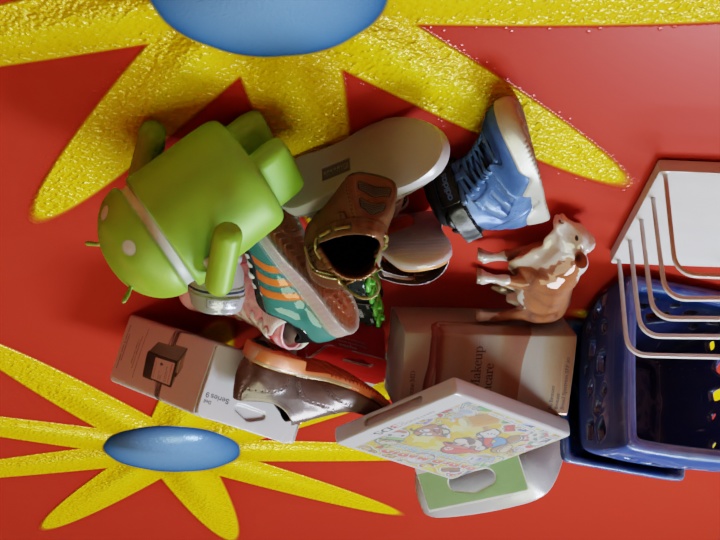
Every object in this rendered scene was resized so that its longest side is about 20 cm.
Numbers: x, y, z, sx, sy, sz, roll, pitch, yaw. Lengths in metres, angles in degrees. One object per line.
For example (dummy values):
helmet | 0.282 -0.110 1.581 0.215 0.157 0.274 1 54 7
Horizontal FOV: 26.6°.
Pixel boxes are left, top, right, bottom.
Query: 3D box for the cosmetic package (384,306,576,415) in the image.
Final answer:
cosmetic package | 0.134 0.102 1.719 0.198 0.104 0.087 0 -162 -10

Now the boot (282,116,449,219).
boot | 0.021 -0.087 1.441 0.199 0.074 0.095 -11 159 38

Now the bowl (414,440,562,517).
bowl | 0.159 0.205 1.910 0.199 0.200 0.075 -14 126 30

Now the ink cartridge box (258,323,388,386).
ink cartridge box | -0.049 0.106 1.819 0.115 0.068 0.200 16 149 -32

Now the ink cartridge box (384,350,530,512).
ink cartridge box | 0.118 0.177 1.833 0.145 0.202 0.048 -16 -173 29

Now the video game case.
video game case | 0.103 0.181 1.704 0.181 0.023 0.199 -27 145 37

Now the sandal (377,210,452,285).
sandal | 0.048 -0.011 1.473 0.078 0.060 0.207 -9 -165 -1

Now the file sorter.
file sorter | 0.347 -0.007 1.534 0.137 0.126 0.200 1 154 -5

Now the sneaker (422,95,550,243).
sneaker | 0.110 -0.087 1.416 0.110 0.077 0.200 -14 159 7

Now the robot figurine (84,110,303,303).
robot figurine | -0.151 -0.055 1.378 0.199 0.176 0.116 -35 148 -6

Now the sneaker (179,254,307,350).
sneaker | -0.114 0.039 1.641 0.199 0.106 0.075 -14 154 27

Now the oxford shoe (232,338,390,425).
oxford shoe | -0.054 0.136 1.674 0.199 0.073 0.071 22 -178 -30

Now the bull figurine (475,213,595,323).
bull figurine | 0.183 0.005 1.624 0.120 0.066 0.200 1 153 4

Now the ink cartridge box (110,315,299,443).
ink cartridge box | -0.170 0.123 1.742 0.145 0.085 0.199 22 175 -38

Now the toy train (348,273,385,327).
toy train | 0.000 0.000 1.617 0.041 0.057 0.200 6 155 11

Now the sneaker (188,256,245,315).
sneaker | -0.151 -0.016 1.515 0.072 0.071 0.200 2 -166 -22

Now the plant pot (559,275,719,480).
plant pot | 0.338 0.136 1.753 0.198 0.202 0.180 11 159 -23

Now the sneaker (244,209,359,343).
sneaker | -0.086 -0.002 1.520 0.079 0.072 0.201 -22 116 29

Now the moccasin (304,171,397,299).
moccasin | -0.010 -0.020 1.407 0.073 0.078 0.201 14 159 -15
